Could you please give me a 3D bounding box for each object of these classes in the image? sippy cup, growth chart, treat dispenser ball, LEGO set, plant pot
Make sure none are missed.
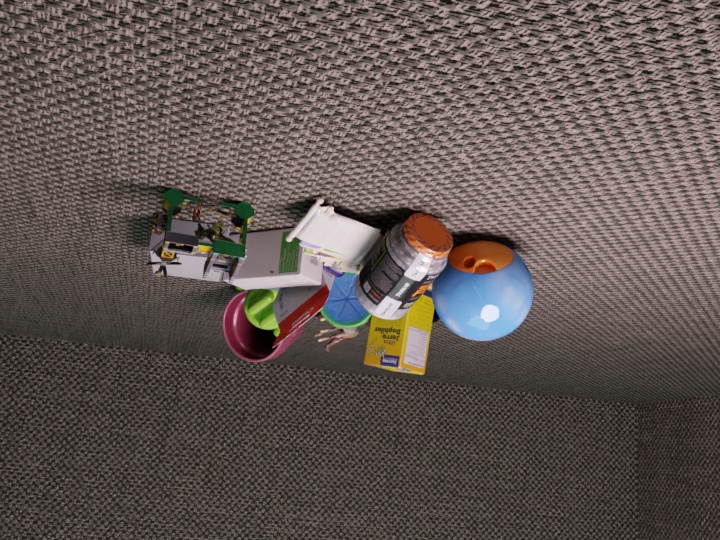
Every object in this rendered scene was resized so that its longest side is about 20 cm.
[{"bbox_3d":[-0.032,0.079,1.863,0.178,0.140,0.130,27,166,6],"label":"sippy cup"},{"bbox_3d":[-0.041,-0.058,1.506,0.200,0.018,0.145,22,132,-34],"label":"growth chart"},{"bbox_3d":[0.242,0.040,1.582,0.201,0.201,0.201,4,165,1],"label":"treat dispenser ball"},{"bbox_3d":[-0.295,-0.057,1.476,0.200,0.154,0.116,3,150,-23],"label":"LEGO set"},{"bbox_3d":[-0.251,0.146,2.199,0.200,0.200,0.179,-3,179,26],"label":"plant pot"}]

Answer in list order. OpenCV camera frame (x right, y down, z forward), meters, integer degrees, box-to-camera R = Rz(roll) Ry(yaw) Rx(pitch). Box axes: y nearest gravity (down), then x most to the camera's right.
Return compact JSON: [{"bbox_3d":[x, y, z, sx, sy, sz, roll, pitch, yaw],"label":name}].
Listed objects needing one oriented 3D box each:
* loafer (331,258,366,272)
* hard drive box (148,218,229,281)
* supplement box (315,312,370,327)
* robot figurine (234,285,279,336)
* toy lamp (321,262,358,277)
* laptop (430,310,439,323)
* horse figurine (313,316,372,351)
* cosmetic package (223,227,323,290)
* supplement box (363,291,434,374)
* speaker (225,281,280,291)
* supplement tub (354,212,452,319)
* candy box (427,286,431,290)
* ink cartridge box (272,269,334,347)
[{"bbox_3d":[0.034,-0.040,1.600,0.200,0.070,0.070,-8,138,3],"label":"loafer"},{"bbox_3d":[-0.367,-0.042,1.704,0.156,0.077,0.200,8,164,-11],"label":"hard drive box"},{"bbox_3d":[-0.005,0.091,2.078,0.200,0.086,0.110,11,163,-26],"label":"supplement box"},{"bbox_3d":[-0.218,0.070,1.927,0.116,0.176,0.200,-38,-167,11],"label":"robot figurine"},{"bbox_3d":[0.000,0.000,1.709,0.200,0.058,0.058,19,160,-37],"label":"toy lamp"},{"bbox_3d":[0.161,0.149,2.064,0.200,0.103,0.177,-8,-164,36],"label":"laptop"},{"bbox_3d":[-0.045,0.146,2.007,0.132,0.050,0.200,-10,158,-14],"label":"horse figurine"},{"bbox_3d":[-0.180,-0.023,1.661,0.200,0.108,0.085,-5,162,29],"label":"cosmetic package"},{"bbox_3d":[0.096,0.140,1.915,0.109,0.200,0.109,1,166,38],"label":"supplement box"},{"bbox_3d":[-0.207,0.005,1.824,0.200,0.081,0.081,9,165,-18],"label":"speaker"},{"bbox_3d":[0.082,-0.008,1.498,0.122,0.123,0.200,12,137,-25],"label":"supplement tub"},{"bbox_3d":[0.096,0.014,1.874,0.102,0.026,0.200,-4,163,44],"label":"candy box"},{"bbox_3d":[-0.129,0.057,1.694,0.160,0.200,0.047,-39,107,26],"label":"ink cartridge box"}]
